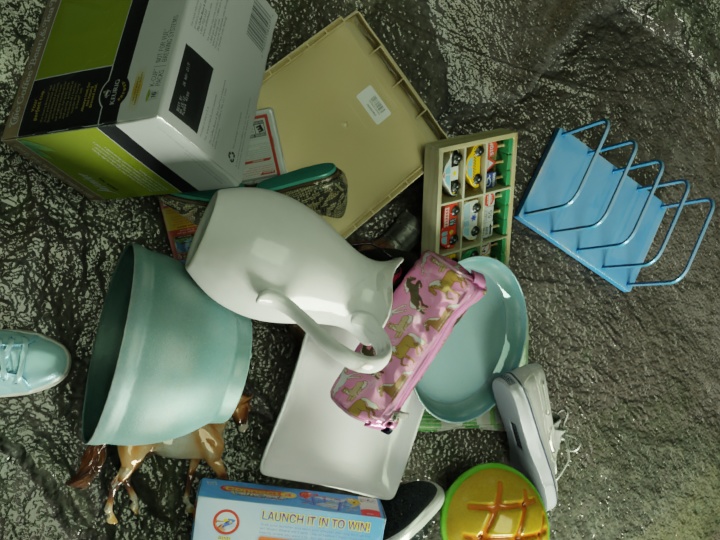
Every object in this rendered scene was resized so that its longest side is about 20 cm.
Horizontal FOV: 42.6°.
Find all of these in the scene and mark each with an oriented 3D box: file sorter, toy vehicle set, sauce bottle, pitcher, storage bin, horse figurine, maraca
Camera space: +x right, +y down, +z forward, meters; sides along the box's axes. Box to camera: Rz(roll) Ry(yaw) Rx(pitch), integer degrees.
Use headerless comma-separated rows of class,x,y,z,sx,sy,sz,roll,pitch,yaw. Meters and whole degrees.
file sorter,0.332,-0.082,1.191,0.200,0.123,0.139,32,77,-18
toy vehicle set,0.129,-0.062,1.103,0.124,0.026,0.200,-17,119,-33
sauce bottle,0.001,0.015,1.082,0.200,0.066,0.066,-46,103,-16
pitcher,-0.060,0.012,0.870,0.200,0.172,0.121,23,117,-15
storage bin,-0.033,-0.160,1.064,0.199,0.094,0.200,-41,101,-19
horse figurine,-0.210,0.199,0.996,0.200,0.050,0.133,3,92,-24
maraca,0.172,0.326,1.111,0.137,0.107,0.200,-31,100,-13

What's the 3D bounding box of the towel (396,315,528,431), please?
towel,0.121,0.125,1.147,0.200,0.023,0.153,2,86,-22

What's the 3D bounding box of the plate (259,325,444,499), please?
plate,-0.010,0.147,1.043,0.199,0.032,0.200,21,86,-37

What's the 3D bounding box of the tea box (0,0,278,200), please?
tea box,-0.210,-0.190,0.901,0.134,0.196,0.200,41,53,-54

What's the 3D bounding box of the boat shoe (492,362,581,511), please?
boat shoe,0.227,0.200,1.144,0.086,0.075,0.202,-26,111,-18

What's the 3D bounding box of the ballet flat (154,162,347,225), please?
ballet flat,-0.111,-0.064,0.956,0.200,0.068,0.075,-5,117,2

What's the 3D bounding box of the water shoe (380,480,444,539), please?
water shoe,0.029,0.332,1.084,0.200,0.071,0.079,-43,122,-13

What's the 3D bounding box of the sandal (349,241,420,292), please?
sandal,0.000,0.000,1.002,0.200,0.045,0.075,3,58,-36

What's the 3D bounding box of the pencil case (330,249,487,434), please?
pencil case,0.051,0.074,0.980,0.086,0.083,0.200,32,89,7

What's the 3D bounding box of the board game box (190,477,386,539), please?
board game box,-0.087,0.334,0.985,0.200,0.056,0.196,9,96,-6

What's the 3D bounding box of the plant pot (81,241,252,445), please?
plant pot,-0.189,0.085,0.928,0.134,0.200,0.201,15,82,-21

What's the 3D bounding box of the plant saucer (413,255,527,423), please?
plant saucer,0.123,0.080,1.096,0.200,0.027,0.201,-9,105,-40

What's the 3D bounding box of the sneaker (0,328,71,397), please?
sneaker,-0.387,0.089,0.911,0.200,0.082,0.074,5,86,-22

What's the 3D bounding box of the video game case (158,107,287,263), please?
video game case,-0.142,-0.064,0.997,0.143,0.017,0.200,-10,105,6
